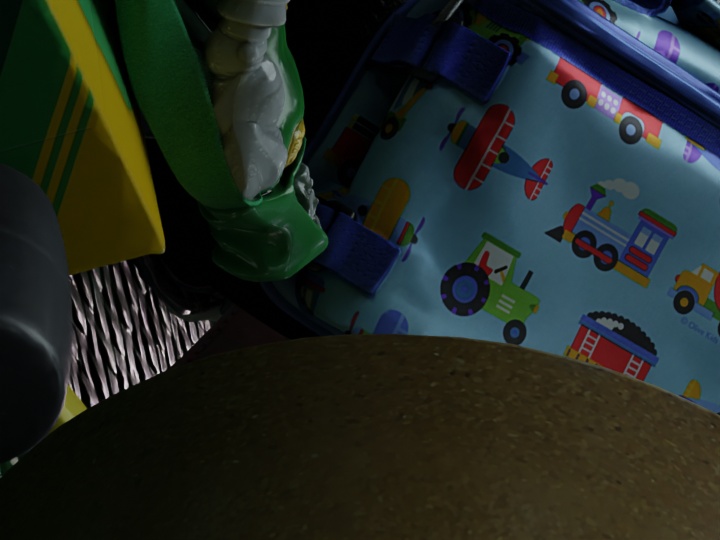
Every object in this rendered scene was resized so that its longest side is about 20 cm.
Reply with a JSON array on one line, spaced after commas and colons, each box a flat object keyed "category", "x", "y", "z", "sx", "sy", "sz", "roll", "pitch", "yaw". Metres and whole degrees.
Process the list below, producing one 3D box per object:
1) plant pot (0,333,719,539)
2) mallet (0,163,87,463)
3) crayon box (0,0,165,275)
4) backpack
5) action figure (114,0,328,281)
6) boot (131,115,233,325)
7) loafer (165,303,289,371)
[{"category": "plant pot", "x": -0.003, "y": 0.138, "z": 0.395, "sx": 0.200, "sy": 0.186, "sz": 0.187, "roll": -71, "pitch": 146, "yaw": -58}, {"category": "mallet", "x": -0.041, "y": 0.055, "z": 0.630, "sx": 0.200, "sy": 0.041, "sz": 0.066, "roll": 51, "pitch": 15, "yaw": -38}, {"category": "crayon box", "x": -0.102, "y": -0.122, "z": 0.629, "sx": 0.173, "sy": 0.058, "sz": 0.200, "roll": 71, "pitch": 6, "yaw": -57}, {"category": "backpack", "x": 0.067, "y": -0.046, "z": 0.782, "sx": 0.183, "sy": 0.200, "sz": 0.135, "roll": 36, "pitch": -7, "yaw": -24}, {"category": "action figure", "x": -0.037, "y": -0.086, "z": 0.648, "sx": 0.118, "sy": 0.055, "sz": 0.200, "roll": -105, "pitch": -176, "yaw": -61}, {"category": "boot", "x": -0.042, "y": -0.004, "z": 0.944, "sx": 0.090, "sy": 0.073, "sz": 0.200, "roll": -74, "pitch": 154, "yaw": -43}, {"category": "loafer", "x": 0.000, "y": 0.000, "z": 0.884, "sx": 0.200, "sy": 0.070, "sz": 0.070, "roll": -38, "pitch": 124, "yaw": -46}]
